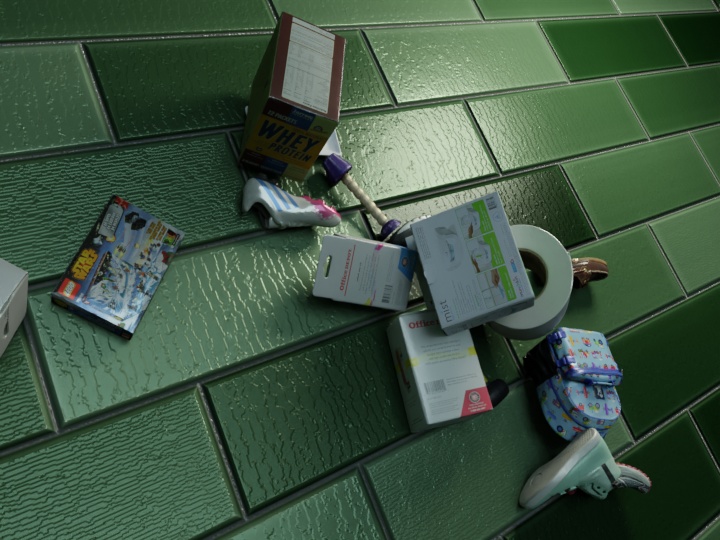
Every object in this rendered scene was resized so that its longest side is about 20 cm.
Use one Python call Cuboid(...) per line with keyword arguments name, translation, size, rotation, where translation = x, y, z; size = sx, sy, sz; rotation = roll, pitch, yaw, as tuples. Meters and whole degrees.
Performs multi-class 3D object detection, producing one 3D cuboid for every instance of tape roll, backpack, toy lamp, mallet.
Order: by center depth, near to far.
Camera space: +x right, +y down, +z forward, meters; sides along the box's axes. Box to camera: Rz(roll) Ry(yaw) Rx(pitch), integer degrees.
Cuboid(name="mallet", translation=(0.227, 0.177, 1.322), size=(0.065, 0.041, 0.204), rotation=(-18, 72, -32))
Cuboid(name="tape roll", translation=(0.323, 0.028, 1.324), size=(0.196, 0.139, 0.210), rotation=(-4, 74, 13))
Cuboid(name="backpack", translation=(0.441, 0.237, 1.325), size=(0.178, 0.135, 0.204), rotation=(12, 47, -23))
Cuboid(name="toy lamp", translation=(-0.002, -0.153, 1.345), size=(0.201, 0.058, 0.058), rotation=(50, 54, 0))

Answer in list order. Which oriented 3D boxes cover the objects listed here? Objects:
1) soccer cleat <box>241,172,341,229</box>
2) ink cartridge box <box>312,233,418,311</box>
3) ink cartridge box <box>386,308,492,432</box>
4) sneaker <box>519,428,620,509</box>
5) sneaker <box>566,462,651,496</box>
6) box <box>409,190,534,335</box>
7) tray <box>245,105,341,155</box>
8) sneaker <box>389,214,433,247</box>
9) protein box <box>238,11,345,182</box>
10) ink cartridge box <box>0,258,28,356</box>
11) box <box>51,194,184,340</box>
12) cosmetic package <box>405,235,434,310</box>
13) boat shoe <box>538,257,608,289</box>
Cuboid(name="soccer cleat", translation=(-0.134, -0.107, 1.251), size=(0.195, 0.070, 0.089), rotation=(22, 73, -15))
Cuboid(name="ink cartridge box", translation=(0.000, 0.000, 1.232), size=(0.195, 0.068, 0.119), rotation=(10, 96, -24))
Cuboid(name="ink cartridge box", translation=(0.144, 0.182, 1.235), size=(0.141, 0.084, 0.206), rotation=(-6, 70, -22))
Cuboid(name="sneaker", translation=(0.401, 0.408, 1.239), size=(0.199, 0.074, 0.119), rotation=(-40, 95, 0))
Cuboid(name="sneaker", translation=(0.486, 0.420, 1.322), size=(0.194, 0.081, 0.077), rotation=(12, 76, -7))
Cuboid(name="box", translation=(0.200, -0.010, 1.190), size=(0.172, 0.097, 0.206), rotation=(-20, 73, 10))
Cuboid(name="tray", translation=(-0.139, -0.281, 1.353), size=(0.195, 0.022, 0.110), rotation=(-3, 69, -30))
Cuboid(name="sneaker", translation=(0.152, -0.067, 1.374), size=(0.195, 0.074, 0.087), rotation=(-12, 77, -29))
Cuboid(name="protein box", translation=(-0.128, -0.319, 1.240), size=(0.131, 0.199, 0.206), rotation=(15, 60, -20))
Cuboid(name="ink cartridge box", translation=(-0.564, 0.020, 0.898), size=(0.196, 0.145, 0.085), rotation=(29, 53, -12))
Cuboid(name="box", translation=(-0.389, -0.008, 1.072), size=(0.135, 0.040, 0.204), rotation=(29, 56, -15))
Cuboid(name="cosmetic package", translation=(0.200, -0.022, 1.272), size=(0.195, 0.052, 0.155), rotation=(-21, 74, 9))
Cuboid(name="boat shoe", translation=(0.493, 0.011, 1.526), size=(0.194, 0.071, 0.072), rotation=(3, 57, -18))
